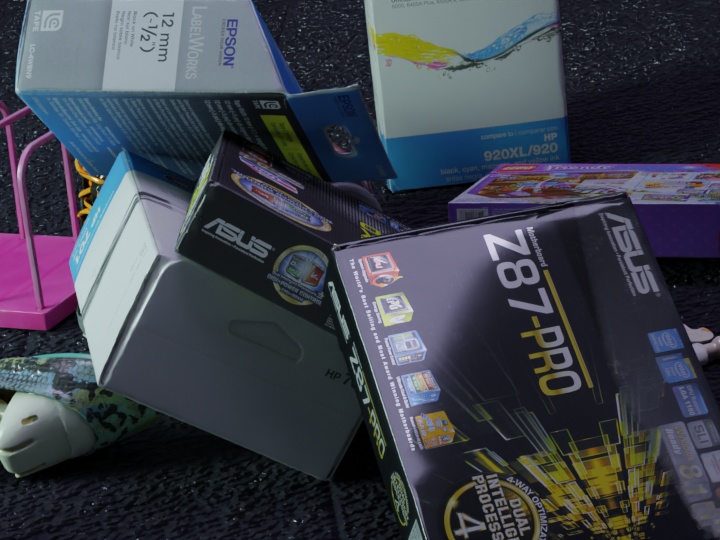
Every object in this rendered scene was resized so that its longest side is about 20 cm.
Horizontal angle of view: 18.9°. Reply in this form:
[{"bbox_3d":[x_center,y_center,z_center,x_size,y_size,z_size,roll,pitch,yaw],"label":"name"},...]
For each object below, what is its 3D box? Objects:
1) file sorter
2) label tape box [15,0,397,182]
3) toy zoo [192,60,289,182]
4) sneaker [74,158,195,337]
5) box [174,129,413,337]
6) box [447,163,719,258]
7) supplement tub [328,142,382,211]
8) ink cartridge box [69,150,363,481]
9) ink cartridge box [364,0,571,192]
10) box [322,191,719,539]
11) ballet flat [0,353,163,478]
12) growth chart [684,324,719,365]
[{"bbox_3d":[-0.273,-0.047,1.497,0.198,0.126,0.139,3,21,24],"label":"file sorter"},{"bbox_3d":[-0.084,-0.105,1.269,0.198,0.067,0.143,0,-17,11],"label":"label tape box"},{"bbox_3d":[-0.102,-0.064,1.416,0.020,0.132,0.199,20,-21,-33],"label":"toy zoo"},{"bbox_3d":[-0.151,-0.054,1.394,0.077,0.202,0.078,19,-5,-34],"label":"sneaker"},{"bbox_3d":[0.000,0.000,1.175,0.199,0.044,0.160,28,11,-6],"label":"box"},{"bbox_3d":[0.172,-0.041,1.453,0.198,0.039,0.137,1,14,19],"label":"box"},{"bbox_3d":[-0.059,-0.047,1.462,0.106,0.108,0.200,-15,23,-24],"label":"supplement tub"},{"bbox_3d":[-0.078,0.021,1.223,0.146,0.086,0.200,25,13,-18],"label":"ink cartridge box"},{"bbox_3d":[0.077,-0.184,1.655,0.143,0.202,0.147,-6,20,0],"label":"ink cartridge box"},{"bbox_3d":[0.084,0.066,1.038,0.160,0.049,0.201,-9,58,-14],"label":"box"},{"bbox_3d":[-0.206,0.086,1.224,0.198,0.075,0.074,0,21,22],"label":"ballet flat"},{"bbox_3d":[0.119,0.034,1.316,0.144,0.018,0.200,-16,23,-27],"label":"growth chart"}]
